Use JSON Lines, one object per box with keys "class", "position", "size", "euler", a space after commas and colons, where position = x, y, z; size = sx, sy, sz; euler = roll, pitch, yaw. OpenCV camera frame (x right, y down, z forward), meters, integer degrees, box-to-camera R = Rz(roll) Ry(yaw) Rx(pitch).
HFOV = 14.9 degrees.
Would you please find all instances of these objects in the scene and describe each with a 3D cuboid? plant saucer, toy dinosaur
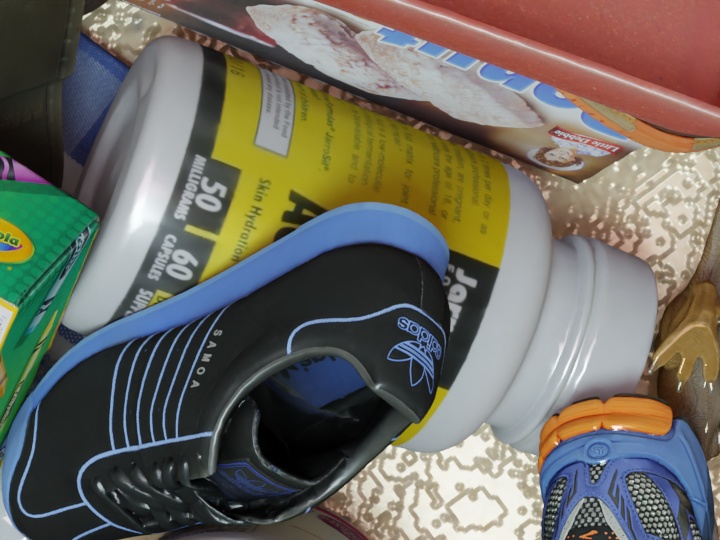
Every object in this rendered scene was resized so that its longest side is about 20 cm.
{"class": "plant saucer", "position": [0.053, -0.135, 0.900], "size": [0.199, 0.037, 0.200], "euler": [20, 50, -2]}
{"class": "toy dinosaur", "position": [0.127, 0.019, 0.999], "size": [0.060, 0.106, 0.200], "euler": [9, 99, -5]}

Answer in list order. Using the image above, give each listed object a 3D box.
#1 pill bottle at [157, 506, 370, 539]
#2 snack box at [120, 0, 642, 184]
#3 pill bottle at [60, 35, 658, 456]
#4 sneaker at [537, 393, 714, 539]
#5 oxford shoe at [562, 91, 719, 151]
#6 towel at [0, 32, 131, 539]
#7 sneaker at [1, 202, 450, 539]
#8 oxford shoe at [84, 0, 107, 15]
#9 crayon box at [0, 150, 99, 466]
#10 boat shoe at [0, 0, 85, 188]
{"class": "pill bottle", "position": [-0.042, 0.143, 0.956], "size": [0.113, 0.200, 0.113], "euler": [0, 91, 4]}
{"class": "snack box", "position": [0.018, -0.084, 0.970], "size": [0.200, 0.072, 0.024], "euler": [20, 60, -26]}
{"class": "pill bottle", "position": [0.000, 0.000, 0.983], "size": [0.200, 0.111, 0.111], "euler": [20, 92, -15]}
{"class": "sneaker", "position": [0.101, 0.140, 0.977], "size": [0.075, 0.078, 0.200], "euler": [-10, 125, 23]}
{"class": "oxford shoe", "position": [0.147, -0.080, 0.953], "size": [0.200, 0.073, 0.071], "euler": [8, 71, -31]}
{"class": "towel", "position": [-0.130, 0.013, 1.050], "size": [0.147, 0.024, 0.200], "euler": [36, 91, 5]}
{"class": "sneaker", "position": [-0.051, 0.054, 0.907], "size": [0.070, 0.078, 0.200], "euler": [36, 127, -27]}
{"class": "oxford shoe", "position": [-0.089, -0.139, 0.954], "size": [0.071, 0.200, 0.073], "euler": [39, 60, 3]}
{"class": "crayon box", "position": [-0.178, 0.028, 0.954], "size": [0.119, 0.058, 0.200], "euler": [33, 134, 5]}
{"class": "boat shoe", "position": [-0.146, -0.059, 0.975], "size": [0.068, 0.072, 0.200], "euler": [53, 138, 26]}
